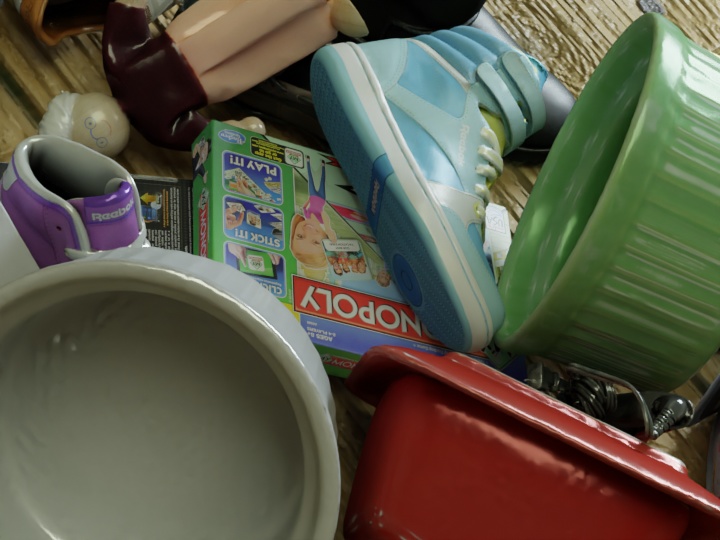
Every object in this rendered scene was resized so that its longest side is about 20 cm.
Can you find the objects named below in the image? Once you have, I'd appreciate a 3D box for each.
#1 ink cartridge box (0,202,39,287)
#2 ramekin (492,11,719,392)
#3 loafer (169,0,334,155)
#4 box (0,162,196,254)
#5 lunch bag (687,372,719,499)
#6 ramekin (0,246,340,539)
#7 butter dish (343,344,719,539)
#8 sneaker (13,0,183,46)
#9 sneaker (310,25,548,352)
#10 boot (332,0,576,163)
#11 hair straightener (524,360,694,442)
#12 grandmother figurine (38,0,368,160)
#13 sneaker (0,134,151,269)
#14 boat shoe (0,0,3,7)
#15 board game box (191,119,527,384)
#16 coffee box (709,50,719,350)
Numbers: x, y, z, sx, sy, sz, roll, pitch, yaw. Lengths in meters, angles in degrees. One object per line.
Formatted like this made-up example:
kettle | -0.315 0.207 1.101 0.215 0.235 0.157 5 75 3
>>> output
ink cartridge box | -0.276 0.024 0.901 0.145 0.084 0.200 19 55 41
ramekin | 0.158 -0.030 1.020 0.098 0.200 0.200 24 53 -6
loafer | -0.027 -0.119 1.144 0.200 0.063 0.072 34 54 7
box | -0.143 0.037 1.015 0.160 0.044 0.200 4 56 -14
lunch bag | 0.258 0.081 1.029 0.127 0.170 0.200 14 57 -4
ramekin | -0.104 0.084 0.873 0.200 0.201 0.098 24 13 0
butter dish | 0.064 0.140 0.943 0.200 0.199 0.148 26 80 0
sneaker | -0.112 -0.184 1.132 0.200 0.073 0.085 -21 49 1
sneaker | 0.066 -0.058 1.049 0.130 0.080 0.200 -18 69 -18
boot | 0.069 -0.168 1.145 0.198 0.163 0.073 33 55 7
hair straightener | 0.121 0.076 0.984 0.077 0.200 0.041 17 86 -2
grandmother figurine | -0.102 -0.120 1.085 0.200 0.061 0.121 -34 92 -4
sneaker | -0.120 0.018 0.937 0.073 0.114 0.200 -33 72 -34
boat shoe | -0.247 -0.143 1.066 0.074 0.063 0.202 28 37 -21
board game box | 0.000 0.000 1.062 0.200 0.029 0.135 15 51 -25
coffee box | 0.219 -0.051 1.184 0.123 0.044 0.200 26 53 2
